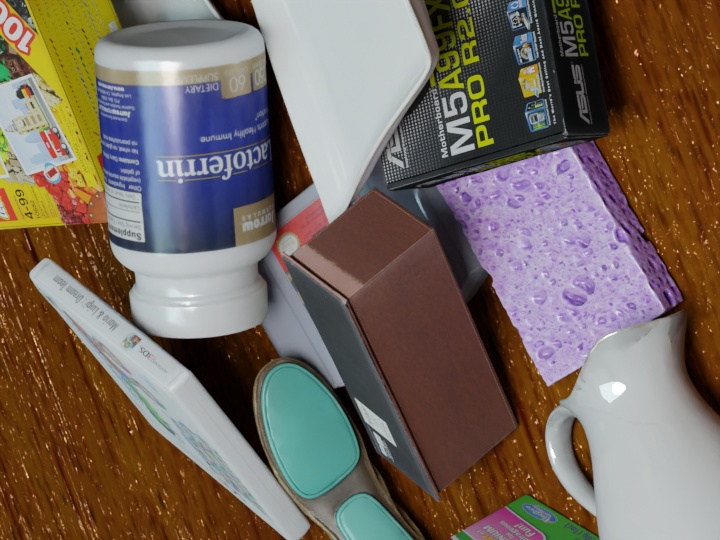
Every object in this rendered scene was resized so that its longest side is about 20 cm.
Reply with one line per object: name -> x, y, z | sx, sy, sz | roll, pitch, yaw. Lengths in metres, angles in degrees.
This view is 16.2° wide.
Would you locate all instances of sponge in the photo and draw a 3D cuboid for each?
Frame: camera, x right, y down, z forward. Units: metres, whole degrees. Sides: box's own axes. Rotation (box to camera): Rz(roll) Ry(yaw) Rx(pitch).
sponge -> 0.114, -0.039, 1.623 | 0.111, 0.030, 0.200 | -35, 81, 40

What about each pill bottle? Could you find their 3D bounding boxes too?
pill bottle -> -0.115, -0.062, 1.707 | 0.115, 0.116, 0.201 | 9, 110, 37

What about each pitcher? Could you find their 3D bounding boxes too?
pitcher -> 0.189, 0.149, 1.580 | 0.201, 0.121, 0.172 | 66, 153, 16

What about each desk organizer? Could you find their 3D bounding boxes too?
desk organizer -> 0.029, 0.049, 1.644 | 0.072, 0.077, 0.200 | 36, 159, 44

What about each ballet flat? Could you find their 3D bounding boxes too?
ballet flat -> -0.015, 0.150, 1.762 | 0.200, 0.068, 0.072 | 53, 170, -4

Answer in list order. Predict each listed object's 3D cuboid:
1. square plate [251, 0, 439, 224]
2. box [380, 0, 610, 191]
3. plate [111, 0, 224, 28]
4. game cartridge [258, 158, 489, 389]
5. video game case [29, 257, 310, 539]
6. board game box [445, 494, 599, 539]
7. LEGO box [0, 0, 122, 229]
square plate -> -0.009, -0.160, 1.602 | 0.200, 0.028, 0.199 | 122, 134, -55
box -> 0.067, -0.163, 1.581 | 0.160, 0.044, 0.201 | -13, 84, 45
plate -> -0.168, -0.160, 1.815 | 0.200, 0.032, 0.200 | -44, 74, 40
game cartridge -> 0.000, 0.000, 1.728 | 0.200, 0.041, 0.133 | -37, 84, 41
video game case -> -0.133, 0.091, 1.771 | 0.182, 0.024, 0.200 | 35, 165, 43
board game box -> 0.104, 0.224, 1.605 | 0.153, 0.200, 0.040 | 29, 121, 28
LEGO box -> -0.235, -0.136, 1.777 | 0.149, 0.077, 0.201 | -3, 116, 41
